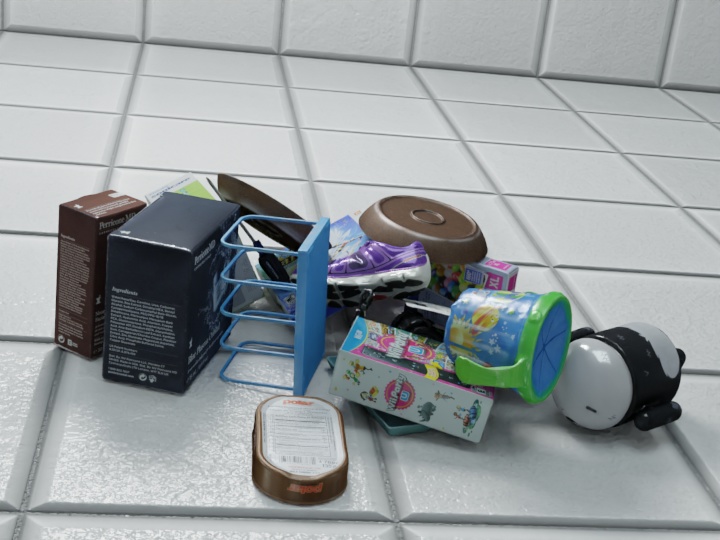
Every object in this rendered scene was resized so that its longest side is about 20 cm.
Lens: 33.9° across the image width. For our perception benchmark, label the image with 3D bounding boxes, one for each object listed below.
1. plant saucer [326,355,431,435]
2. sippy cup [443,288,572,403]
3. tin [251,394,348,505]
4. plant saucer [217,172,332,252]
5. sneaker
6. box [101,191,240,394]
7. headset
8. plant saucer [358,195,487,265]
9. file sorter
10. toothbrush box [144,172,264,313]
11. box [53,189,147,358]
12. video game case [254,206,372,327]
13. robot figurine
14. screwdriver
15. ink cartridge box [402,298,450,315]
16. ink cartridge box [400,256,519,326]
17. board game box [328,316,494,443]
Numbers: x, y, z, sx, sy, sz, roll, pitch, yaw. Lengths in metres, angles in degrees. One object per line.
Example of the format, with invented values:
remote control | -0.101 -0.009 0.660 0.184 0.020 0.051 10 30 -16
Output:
plant saucer | 0.024 0.160 1.542 0.069 0.019 0.200 -4 23 -25
sippy cup | 0.179 0.082 1.471 0.129 0.141 0.178 14 -5 28
tin | -0.070 0.204 1.380 0.111 0.042 0.200 8 21 -9
plant saucer | -0.133 -0.075 1.738 0.199 0.032 0.200 30 -8 5
sneaker | 0.000 0.000 1.660 0.198 0.081 0.084 -6 62 6
box | -0.246 0.025 1.551 0.116 0.202 0.197 10 22 9
headset | 0.081 0.087 1.631 0.198 0.095 0.124 14 14 -18
plant saucer | 0.096 -0.067 1.756 0.198 0.035 0.201 10 23 -4
file sorter | -0.115 0.040 1.559 0.121 0.202 0.139 6 21 9
toothbrush box | -0.234 -0.038 1.762 0.086 0.147 0.200 -27 32 -12
box | -0.345 0.004 1.570 0.074 0.202 0.100 17 24 28
video game case | -0.043 -0.006 1.782 0.199 0.046 0.181 -29 29 -8
robot figurine | 0.339 0.138 1.554 0.199 0.126 0.150 -12 5 -39
screwdriver | -0.160 -0.055 1.703 0.029 0.201 0.028 -16 25 37
ink cartridge box | 0.152 0.087 1.627 0.198 0.051 0.162 12 2 -1
ink cartridge box | 0.135 0.025 1.775 0.199 0.120 0.042 20 28 29
board game box | 0.071 0.135 1.509 0.198 0.065 0.148 17 16 4
